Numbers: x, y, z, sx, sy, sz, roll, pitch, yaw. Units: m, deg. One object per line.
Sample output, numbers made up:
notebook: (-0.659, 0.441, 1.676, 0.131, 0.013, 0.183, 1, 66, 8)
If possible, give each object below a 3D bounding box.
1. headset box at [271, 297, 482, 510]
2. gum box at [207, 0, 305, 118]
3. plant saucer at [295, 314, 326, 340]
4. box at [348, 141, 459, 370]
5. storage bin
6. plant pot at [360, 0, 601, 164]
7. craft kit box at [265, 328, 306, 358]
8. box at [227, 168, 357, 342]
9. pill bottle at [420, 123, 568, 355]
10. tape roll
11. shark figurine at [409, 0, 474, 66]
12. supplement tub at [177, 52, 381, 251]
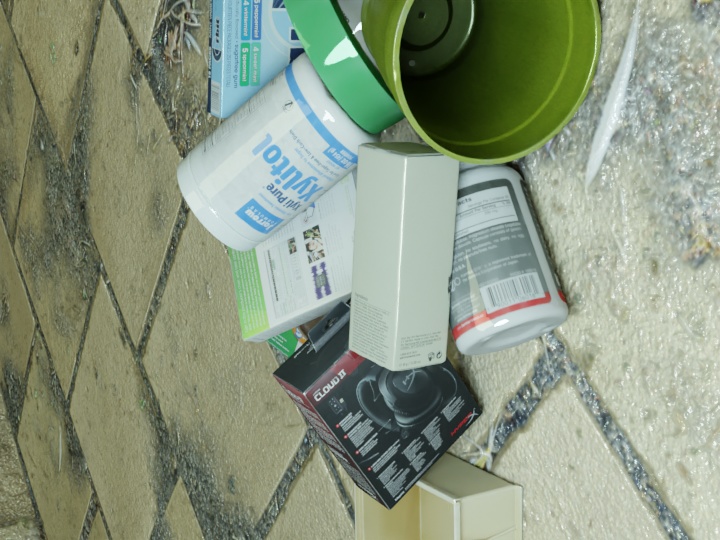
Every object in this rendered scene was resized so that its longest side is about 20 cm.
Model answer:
headset box: (0.016, 0.121, 1.180, 0.201, 0.149, 0.077, 55, 162, -28)
gum box: (-0.075, -0.265, 1.297, 0.044, 0.198, 0.172, 30, 122, 54)
plant saucer: (0.000, 0.000, 1.294, 0.199, 0.036, 0.203, -8, 77, 36)
box: (0.039, -0.015, 1.066, 0.082, 0.068, 0.203, 23, 113, 52)
storage bin: (0.082, 0.309, 1.263, 0.199, 0.093, 0.201, 15, 108, 57)
plant pot: (0.088, -0.223, 1.063, 0.193, 0.198, 0.203, -134, 45, -61)
craft kit box: (-0.030, 0.044, 1.401, 0.199, 0.048, 0.200, 32, 121, 36)
box: (-0.065, -0.017, 1.302, 0.198, 0.036, 0.146, -23, 68, 30)
pill bottle: (0.119, -0.030, 1.108, 0.114, 0.113, 0.202, -41, 61, 55)
tape roll: (-0.012, -0.243, 1.197, 0.048, 0.200, 0.202, -28, 67, 18)
shark figurine: (0.042, -0.309, 1.206, 0.128, 0.089, 0.217, -39, 65, 54)
supplement tub: (-0.088, -0.128, 1.241, 0.199, 0.131, 0.133, -38, 59, 20)
